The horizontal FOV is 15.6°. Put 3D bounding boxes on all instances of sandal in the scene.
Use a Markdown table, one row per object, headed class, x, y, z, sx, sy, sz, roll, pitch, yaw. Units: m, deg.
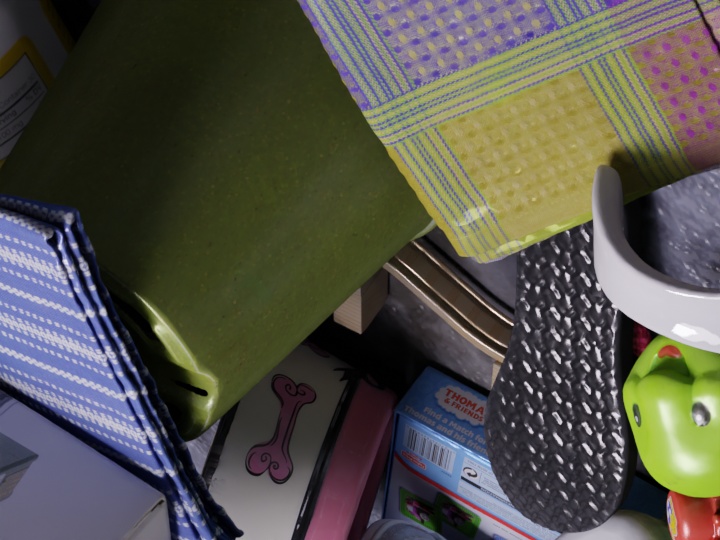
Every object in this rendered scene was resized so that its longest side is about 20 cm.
| class | x | y | z | sx | sy | sz | roll | pitch | yaw |
| --- | --- | --- | --- | --- | --- | --- | --- | --- | --- |
| sandal | 0.098 | 0.031 | 1.125 | 0.075 | 0.045 | 0.200 | 25 | 129 | 28 |

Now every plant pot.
| class | x | y | z | sx | sy | sz | roll | pitch | yaw |
| --- | --- | --- | --- | --- | --- | --- | --- | --- | --- |
| plant pot | -0.059 | -0.037 | 1.055 | 0.200 | 0.190 | 0.200 | 26 | 149 | 17 |

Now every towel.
| class | x | y | z | sx | sy | sz | roll | pitch | yaw |
| --- | --- | --- | --- | --- | --- | --- | --- | --- | --- |
| towel | -0.128 | 0.033 | 1.019 | 0.145 | 0.024 | 0.200 | 17 | 144 | 36 |
| towel | 0.058 | -0.094 | 0.964 | 0.143 | 0.023 | 0.200 | -21 | 123 | 22 |

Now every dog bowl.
| class | x | y | z | sx | sy | sz | roll | pitch | yaw |
| --- | --- | --- | --- | --- | --- | --- | --- | --- | --- |
| dog bowl | -0.039 | 0.129 | 1.272 | 0.074 | 0.200 | 0.200 | 17 | 148 | 4 |

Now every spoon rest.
| class | x | y | z | sx | sy | sz | roll | pitch | yaw |
| --- | --- | --- | --- | --- | --- | --- | --- | --- | --- |
| spoon rest | 0.179 | 0.006 | 0.956 | 0.200 | 0.061 | 0.099 | 7 | 138 | 15 |

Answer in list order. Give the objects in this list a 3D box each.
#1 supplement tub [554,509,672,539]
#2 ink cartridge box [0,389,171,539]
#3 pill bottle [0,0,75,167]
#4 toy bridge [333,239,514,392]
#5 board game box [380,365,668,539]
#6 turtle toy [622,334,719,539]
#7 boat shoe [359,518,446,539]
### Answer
| class | x | y | z | sx | sy | sz | roll | pitch | yaw |
| --- | --- | --- | --- | --- | --- | --- | --- | --- | --- |
| supplement tub | 0.167 | 0.200 | 1.185 | 0.200 | 0.123 | 0.122 | 30 | 155 | -27 |
| ink cartridge box | -0.174 | 0.107 | 1.063 | 0.200 | 0.084 | 0.146 | 30 | 150 | 20 |
| pill bottle | -0.180 | -0.081 | 1.197 | 0.111 | 0.111 | 0.200 | 8 | 139 | 39 |
| toy bridge | 0.000 | 0.000 | 1.206 | 0.200 | 0.027 | 0.067 | 25 | 147 | 18 |
| board game box | 0.082 | 0.145 | 1.312 | 0.151 | 0.037 | 0.200 | 28 | 148 | 14 |
| turtle toy | 0.181 | 0.091 | 1.069 | 0.146 | 0.101 | 0.200 | -6 | 130 | 49 |
| boat shoe | 0.071 | 0.190 | 1.283 | 0.065 | 0.074 | 0.202 | -12 | 130 | 44 |
